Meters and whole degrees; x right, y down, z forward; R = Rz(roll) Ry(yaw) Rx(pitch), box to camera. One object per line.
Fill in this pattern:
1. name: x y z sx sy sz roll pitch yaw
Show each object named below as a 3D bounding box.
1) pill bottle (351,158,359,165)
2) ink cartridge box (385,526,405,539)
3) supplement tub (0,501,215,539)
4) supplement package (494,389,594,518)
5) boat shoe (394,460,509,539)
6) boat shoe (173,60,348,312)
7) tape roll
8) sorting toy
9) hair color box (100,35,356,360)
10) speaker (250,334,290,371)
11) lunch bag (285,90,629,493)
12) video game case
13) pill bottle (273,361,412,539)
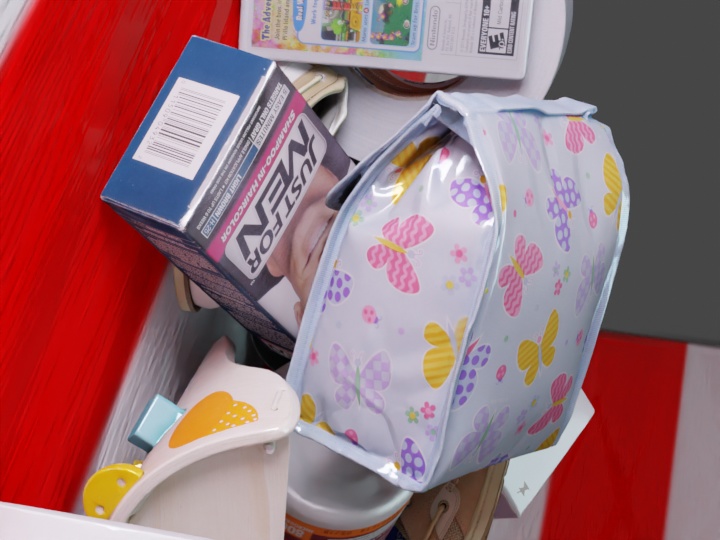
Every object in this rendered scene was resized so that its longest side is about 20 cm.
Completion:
1. pill bottle: 0.062 -0.056 1.109 0.106 0.199 0.107 -18 116 -42
2. ink cartridge box: -0.010 0.251 1.081 0.047 0.198 0.200 28 69 -50
3. supplement tub: -0.116 0.204 0.615 0.145 0.143 0.202 50 49 -75
4. supplement package: 0.050 0.104 1.132 0.117 0.199 0.118 -45 112 -35
5. boat shoe: 0.051 0.163 0.985 0.071 0.064 0.202 72 36 -79
6. boat shoe: -0.059 -0.059 0.919 0.075 0.068 0.201 84 18 -52
7. tape roll: 0.039 -0.169 0.997 0.066 0.198 0.203 -49 146 -70
8. sorting toy: -0.089 0.129 0.853 0.180 0.106 0.202 -89 -176 -66
9. hair color box: -0.048 -0.028 0.828 0.101 0.060 0.200 -61 149 -13
10. speaker: -0.019 0.013 1.150 0.200 0.080 0.082 -54 150 -67
11. lunch bag: 0.059 0.000 0.838 0.169 0.126 0.202 -9 120 -56
12. video game case: 0.021 -0.223 0.920 0.024 0.180 0.202 -91 -174 -73
13. pill bottle: -0.035 0.149 0.980 0.201 0.113 0.115 113 -6 -54
